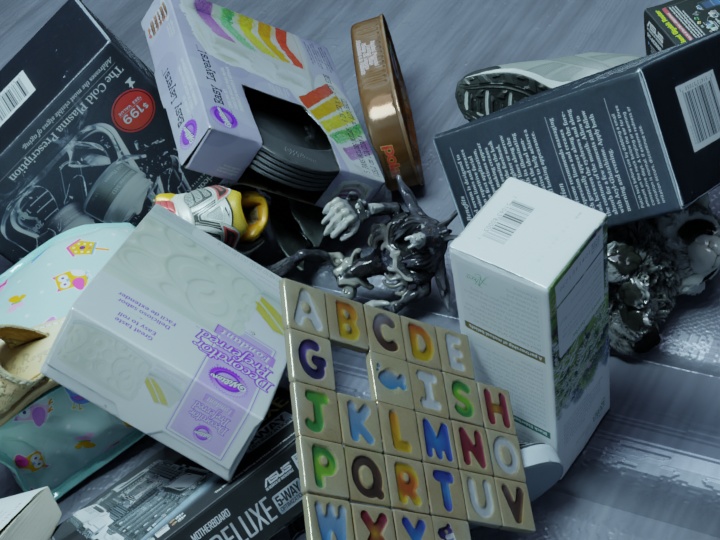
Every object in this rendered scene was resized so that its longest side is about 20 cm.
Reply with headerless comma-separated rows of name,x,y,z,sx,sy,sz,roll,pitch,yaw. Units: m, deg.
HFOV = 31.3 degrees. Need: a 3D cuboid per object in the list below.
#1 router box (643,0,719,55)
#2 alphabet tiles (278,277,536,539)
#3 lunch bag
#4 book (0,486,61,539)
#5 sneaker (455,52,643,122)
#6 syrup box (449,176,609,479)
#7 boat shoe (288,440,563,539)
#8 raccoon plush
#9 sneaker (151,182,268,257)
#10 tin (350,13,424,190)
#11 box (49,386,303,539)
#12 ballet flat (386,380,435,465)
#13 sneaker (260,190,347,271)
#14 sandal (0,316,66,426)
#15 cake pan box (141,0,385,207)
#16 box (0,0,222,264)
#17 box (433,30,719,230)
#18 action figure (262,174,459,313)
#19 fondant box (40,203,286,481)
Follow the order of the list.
router box,0.367,-0.190,1.174,0.148,0.063,0.201,-18,42,-3
alphabet tiles,0.034,0.103,0.794,0.008,0.198,0.169,-33,53,37
lunch bag,-0.224,0.063,1.046,0.199,0.123,0.170,-35,44,-11
book,-0.324,0.221,0.912,0.197,0.049,0.134,-18,17,19
sneaker,0.188,-0.166,1.207,0.197,0.075,0.080,0,34,8
syrup box,0.122,0.045,0.894,0.081,0.202,0.079,24,54,30
boat shoe,0.042,0.150,0.903,0.197,0.074,0.069,-23,55,6
raccoon plush,0.196,-0.020,1.030,0.198,0.098,0.134,20,45,34
sneaker,-0.111,-0.032,1.090,0.081,0.079,0.200,-13,0,6
tin,0.024,-0.160,1.212,0.041,0.113,0.202,-12,41,5
box,-0.112,0.161,0.904,0.199,0.050,0.157,-36,17,-17
ballet flat,0.030,0.173,0.824,0.064,0.204,0.070,7,6,12
sneaker,-0.036,-0.075,1.176,0.104,0.060,0.199,46,30,6
sandal,-0.252,0.059,0.929,0.209,0.070,0.078,-20,54,-10
cake pan box,-0.085,-0.142,1.104,0.182,0.052,0.202,14,40,-34
box,-0.245,-0.097,1.132,0.200,0.182,0.104,-45,45,2
box,0.185,-0.096,1.010,0.198,0.109,0.148,-13,9,44
action figure,0.000,0.000,1.035,0.198,0.120,0.102,-24,1,10
fondant box,-0.121,0.043,0.907,0.143,0.059,0.200,31,24,-5
